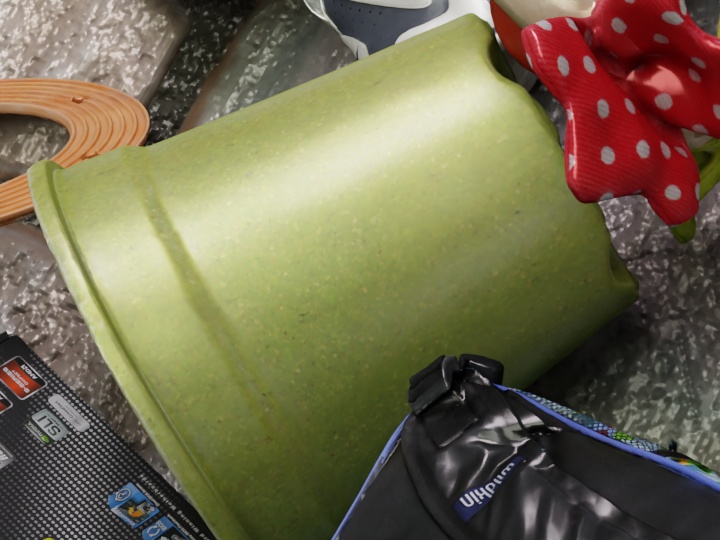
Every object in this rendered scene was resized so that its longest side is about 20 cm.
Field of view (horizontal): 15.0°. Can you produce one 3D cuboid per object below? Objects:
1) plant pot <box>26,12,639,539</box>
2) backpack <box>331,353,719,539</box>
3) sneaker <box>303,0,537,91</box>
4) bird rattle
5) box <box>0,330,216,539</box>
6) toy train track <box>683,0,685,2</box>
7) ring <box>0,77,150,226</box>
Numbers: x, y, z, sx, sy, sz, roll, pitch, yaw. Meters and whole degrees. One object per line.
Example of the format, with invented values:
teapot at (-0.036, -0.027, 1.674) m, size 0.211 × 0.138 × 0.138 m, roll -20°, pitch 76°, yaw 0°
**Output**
plant pot at (0.000, 0.000, 1.067) m, size 0.184 × 0.200 × 0.201 m, roll -30°, pitch 60°, yaw 3°
backpack at (0.079, 0.149, 0.896) m, size 0.200 × 0.147 × 0.183 m, roll 18°, pitch 70°, yaw 50°
sneaker at (0.052, -0.165, 1.171) m, size 0.129 × 0.079 × 0.199 m, roll 37°, pitch 97°, yaw 23°
bird rattle at (0.089, -0.079, 1.005) m, size 0.163 × 0.200 × 0.113 m, roll 44°, pitch 111°, yaw 21°
box at (-0.133, 0.132, 1.073) m, size 0.200 × 0.044 × 0.160 m, roll 43°, pitch 46°, yaw 18°
toy train track at (0.162, -0.153, 1.097) m, size 0.199 × 0.033 × 0.115 m, roll -4°, pitch 103°, yaw -4°
ring at (-0.189, -0.042, 1.194) m, size 0.200 × 0.019 × 0.201 m, roll -7°, pitch 23°, yaw 3°
